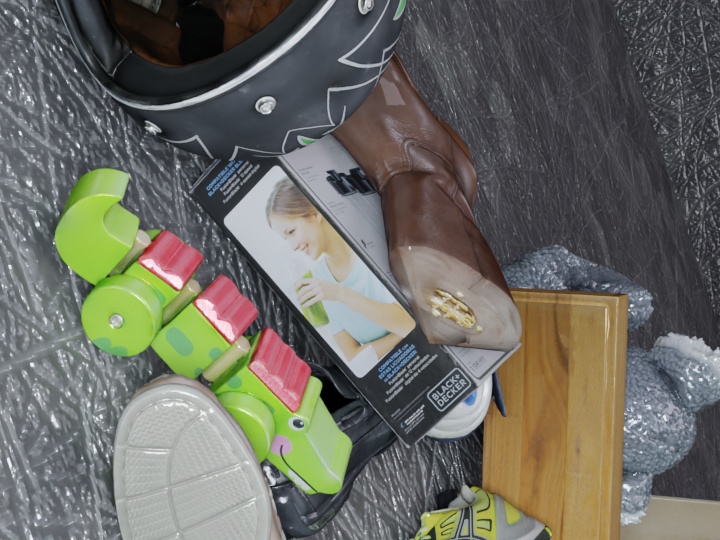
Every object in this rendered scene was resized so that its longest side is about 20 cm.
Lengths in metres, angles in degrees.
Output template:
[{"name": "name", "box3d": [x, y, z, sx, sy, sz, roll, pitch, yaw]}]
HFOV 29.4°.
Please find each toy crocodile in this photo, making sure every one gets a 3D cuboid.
[{"name": "toy crocodile", "box3d": [-0.074, 0.033, 0.681, 0.200, 0.062, 0.068, 46, 27, -11]}]

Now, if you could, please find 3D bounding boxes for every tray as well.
[{"name": "tray", "box3d": [0.140, 0.116, 1.000, 0.037, 0.098, 0.202, -5, 97, -66]}]

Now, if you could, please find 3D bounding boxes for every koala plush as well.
[{"name": "koala plush", "box3d": [0.177, 0.090, 1.068, 0.200, 0.178, 0.183, 41, 6, 38]}]

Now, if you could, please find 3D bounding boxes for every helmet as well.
[{"name": "helmet", "box3d": [-0.067, -0.156, 0.721, 0.192, 0.199, 0.200, 59, 23, -13]}]

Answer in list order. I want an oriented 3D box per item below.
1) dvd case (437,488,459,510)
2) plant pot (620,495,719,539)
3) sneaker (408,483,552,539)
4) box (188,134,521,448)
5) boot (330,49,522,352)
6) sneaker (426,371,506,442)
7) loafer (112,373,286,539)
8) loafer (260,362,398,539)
[{"name": "dvd case", "box3d": [0.107, 0.276, 1.036, 0.200, 0.017, 0.143, 54, 26, -40]}, {"name": "plant pot", "box3d": [0.244, 0.302, 1.096, 0.200, 0.198, 0.179, -64, 157, -73]}, {"name": "sneaker", "box3d": [0.055, 0.207, 0.916, 0.076, 0.076, 0.200, 36, 25, 17]}, {"name": "box", "box3d": [0.000, 0.000, 0.833, 0.200, 0.060, 0.117, 49, 20, 5]}, {"name": "boot", "box3d": [0.015, -0.053, 0.799, 0.186, 0.064, 0.201, 35, 28, -25]}, {"name": "sneaker", "box3d": [0.050, 0.019, 0.960, 0.147, 0.080, 0.202, 102, -20, -80]}, {"name": "loafer", "box3d": [-0.067, 0.135, 0.664, 0.063, 0.071, 0.201, -100, 171, -70]}, {"name": "loafer", "box3d": [-0.020, 0.084, 0.802, 0.201, 0.068, 0.071, -45, 124, -63]}]
